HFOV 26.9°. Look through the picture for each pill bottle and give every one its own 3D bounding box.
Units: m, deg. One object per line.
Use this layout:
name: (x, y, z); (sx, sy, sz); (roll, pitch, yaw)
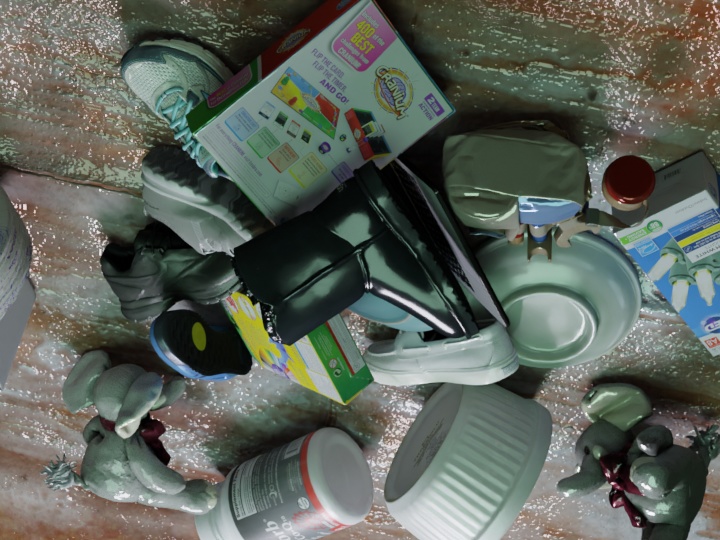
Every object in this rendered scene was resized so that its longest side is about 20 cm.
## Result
pill bottle: (-0.092, 0.270, 1.772); (0.199, 0.117, 0.116); (-26, 125, 30)

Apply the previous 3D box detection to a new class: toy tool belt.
toy tool belt: (0.172, -0.073, 1.417); (0.197, 0.127, 0.123); (4, 162, 6)

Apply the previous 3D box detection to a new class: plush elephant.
plush elephant: (0.289, 0.219, 1.637); (0.153, 0.200, 0.167); (11, 126, 31)
plush elephant: (-0.258, 0.172, 1.697); (0.199, 0.164, 0.157); (10, 104, -47)

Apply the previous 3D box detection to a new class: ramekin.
ramekin: (0.110, 0.209, 1.632); (0.104, 0.201, 0.200); (33, 131, -10)

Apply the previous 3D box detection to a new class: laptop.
laptop: (0.024, -0.022, 1.477); (0.115, 0.200, 0.188); (-36, 127, -5)

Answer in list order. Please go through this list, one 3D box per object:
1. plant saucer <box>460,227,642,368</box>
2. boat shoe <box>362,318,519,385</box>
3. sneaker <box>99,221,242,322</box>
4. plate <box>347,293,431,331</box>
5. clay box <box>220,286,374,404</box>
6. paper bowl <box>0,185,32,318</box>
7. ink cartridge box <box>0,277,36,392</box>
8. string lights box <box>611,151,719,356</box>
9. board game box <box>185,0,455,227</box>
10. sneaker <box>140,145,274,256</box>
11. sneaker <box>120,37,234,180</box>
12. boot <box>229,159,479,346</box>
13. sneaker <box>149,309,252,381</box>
plant saucer: (0.192, 0.043, 1.555); (0.197, 0.051, 0.202); (5, 135, 5)
boat shoe: (0.074, 0.079, 1.578); (0.199, 0.072, 0.069); (1, 114, 48)
sneaker: (-0.185, -0.011, 1.549); (0.198, 0.076, 0.091); (-19, 122, 23)
plate: (0.000, 0.000, 1.502); (0.199, 0.026, 0.201); (28, 151, 16)
clay box: (-0.076, 0.059, 1.545); (0.199, 0.047, 0.116); (20, 142, 56)
paper bowl: (-0.425, 0.001, 1.506); (0.198, 0.203, 0.105); (-4, 140, 13)
ink cartridge box: (-0.465, 0.057, 1.603); (0.197, 0.149, 0.086); (-3, 136, 12)
string lights box: (0.339, -0.013, 1.470); (0.102, 0.059, 0.200); (-26, 125, 28)
board game box: (-0.035, -0.142, 1.360); (0.199, 0.040, 0.153); (-37, 124, 6)
sneaker: (-0.129, -0.047, 1.484); (0.199, 0.075, 0.083); (31, 134, 14)
sneaker: (-0.139, -0.139, 1.405); (0.199, 0.087, 0.077); (33, 130, -21)
boot: (-0.006, 0.019, 1.383); (0.167, 0.077, 0.201); (-34, 112, 9)
sneaker: (-0.185, 0.085, 1.588); (0.077, 0.067, 0.200); (-8, 169, 18)
